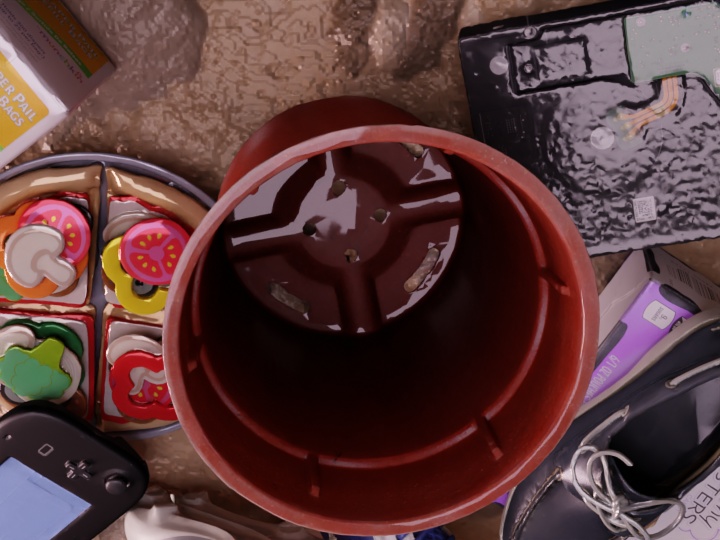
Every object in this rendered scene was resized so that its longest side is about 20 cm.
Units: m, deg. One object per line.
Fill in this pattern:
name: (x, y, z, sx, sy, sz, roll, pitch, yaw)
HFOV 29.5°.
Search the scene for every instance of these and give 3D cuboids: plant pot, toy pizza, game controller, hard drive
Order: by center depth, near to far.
plant pot: (0.000, 0.000, 0.708, 0.200, 0.195, 0.201, -2, 110, -6)
hard drive: (0.163, -0.083, 0.756, 0.200, 0.038, 0.140, -9, 110, 10)
toy pizza: (-0.157, 0.024, 0.816, 0.200, 0.032, 0.200, 0, 119, 0)
game controller: (-0.228, 0.156, 0.866, 0.200, 0.042, 0.104, -40, 128, 24)

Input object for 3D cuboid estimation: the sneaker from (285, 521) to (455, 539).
sneaker: (0.029, 0.169, 0.824, 0.199, 0.081, 0.115, 18, 107, 26)

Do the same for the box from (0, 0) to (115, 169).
box: (-0.254, -0.087, 0.762, 0.200, 0.101, 0.113, -34, 105, 17)

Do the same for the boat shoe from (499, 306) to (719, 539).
boat shoe: (0.149, 0.106, 0.740, 0.075, 0.062, 0.200, 42, 110, -11)

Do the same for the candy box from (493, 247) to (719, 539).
candy box: (0.202, 0.108, 0.806, 0.200, 0.072, 0.168, 31, 110, -6)

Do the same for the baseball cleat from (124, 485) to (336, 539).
baseball cleat: (-0.072, 0.196, 0.828, 0.070, 0.200, 0.107, -10, 105, -38)
